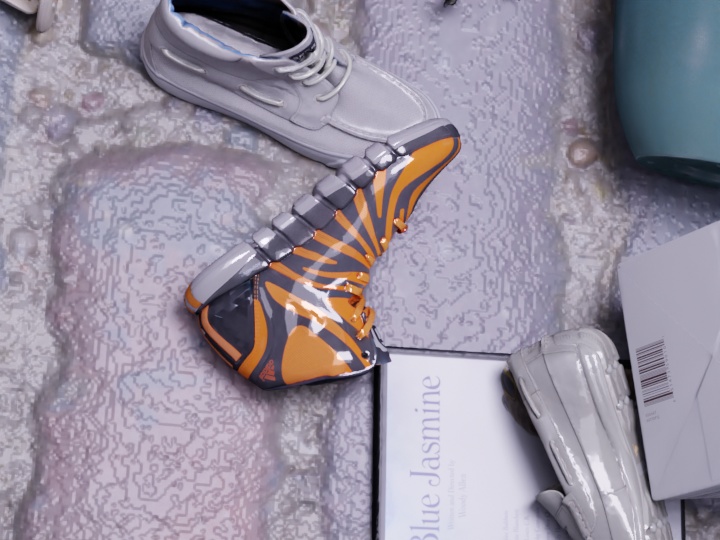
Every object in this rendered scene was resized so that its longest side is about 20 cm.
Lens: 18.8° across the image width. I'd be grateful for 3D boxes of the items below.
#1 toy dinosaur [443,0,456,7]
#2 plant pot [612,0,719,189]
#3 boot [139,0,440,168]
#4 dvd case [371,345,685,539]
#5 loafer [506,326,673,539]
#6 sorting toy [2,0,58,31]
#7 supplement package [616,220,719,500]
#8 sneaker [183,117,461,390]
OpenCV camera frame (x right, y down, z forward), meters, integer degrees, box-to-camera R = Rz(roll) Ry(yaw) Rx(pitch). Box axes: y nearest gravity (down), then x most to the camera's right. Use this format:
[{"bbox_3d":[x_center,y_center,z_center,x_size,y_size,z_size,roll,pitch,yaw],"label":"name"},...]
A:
[{"bbox_3d":[0.070,-0.219,1.427,0.200,0.047,0.088,-17,73,-19],"label":"toy dinosaur"},{"bbox_3d":[0.248,-0.134,1.369,0.201,0.201,0.161,13,86,-9],"label":"plant pot"},{"bbox_3d":[-0.037,-0.122,1.350,0.200,0.096,0.074,16,73,-8],"label":"boot"},{"bbox_3d":[0.106,0.122,1.359,0.200,0.018,0.143,4,76,-11],"label":"dvd case"},{"bbox_3d":[0.143,0.135,1.327,0.070,0.070,0.200,-17,83,20],"label":"loafer"},{"bbox_3d":[-0.245,-0.259,1.297,0.200,0.180,0.107,29,72,-4],"label":"sorting toy"},{"bbox_3d":[0.287,0.051,1.316,0.200,0.151,0.152,2,74,-33],"label":"supplement package"},{"bbox_3d":[0.000,0.000,1.334,0.200,0.078,0.112,-38,85,-1],"label":"sneaker"}]
